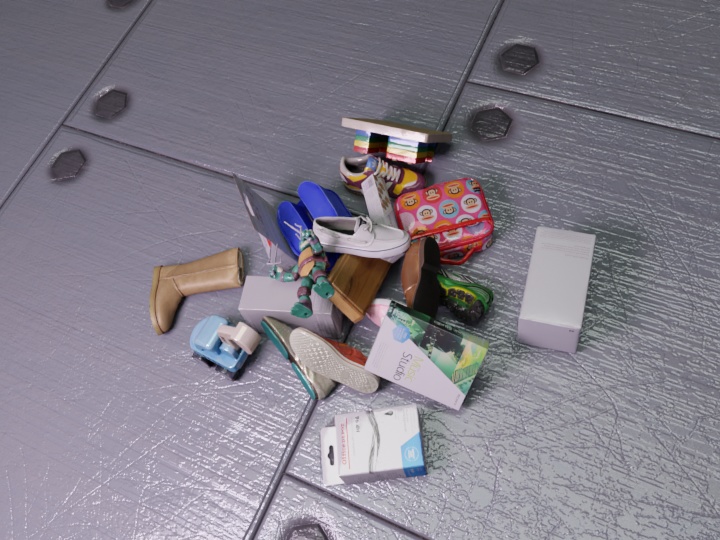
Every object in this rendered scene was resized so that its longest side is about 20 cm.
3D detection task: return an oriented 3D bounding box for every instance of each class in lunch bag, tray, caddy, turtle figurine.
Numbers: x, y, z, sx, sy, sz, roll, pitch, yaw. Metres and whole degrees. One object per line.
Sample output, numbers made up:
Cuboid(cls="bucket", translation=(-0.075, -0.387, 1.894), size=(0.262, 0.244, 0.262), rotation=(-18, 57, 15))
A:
Cuboid(cls="lunch bag", translation=(0.178, -0.092, 1.512), size=(0.197, 0.082, 0.179), rotation=(-15, 64, 0))
Cuboid(cls="tray", translation=(0.000, 0.000, 1.450), size=(0.098, 0.037, 0.201), rotation=(42, 47, -14))
Cuboid(cls="caddy", translation=(-0.090, -0.095, 1.552), size=(0.141, 0.105, 0.201), rotation=(-41, 61, 15))
Cuboid(cls="turtle figurine", translation=(-0.106, -0.013, 1.373), size=(0.099, 0.151, 0.202), rotation=(11, 39, -27))

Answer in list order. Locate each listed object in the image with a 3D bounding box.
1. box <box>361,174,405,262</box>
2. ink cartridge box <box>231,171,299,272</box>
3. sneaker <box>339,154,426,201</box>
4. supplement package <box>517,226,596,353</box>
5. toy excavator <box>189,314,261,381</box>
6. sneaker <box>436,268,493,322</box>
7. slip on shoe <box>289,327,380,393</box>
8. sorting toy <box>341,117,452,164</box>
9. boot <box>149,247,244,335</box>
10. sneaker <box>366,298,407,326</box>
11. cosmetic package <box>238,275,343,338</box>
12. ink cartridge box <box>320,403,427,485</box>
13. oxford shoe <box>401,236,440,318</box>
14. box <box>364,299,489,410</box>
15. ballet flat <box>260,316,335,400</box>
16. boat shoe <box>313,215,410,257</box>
Cuboid(cls="box", translation=(0.046, -0.112, 1.511), size=(0.041, 0.038, 0.202), rotation=(-38, 51, 33))
Cuboid(cls="ink cartridge box", translation=(-0.212, -0.096, 1.517), size=(0.050, 0.200, 0.162), rotation=(-33, 59, 12))
Cuboid(cls="sneaker", translation=(0.048, -0.211, 1.592), size=(0.196, 0.090, 0.076), rotation=(4, 62, 14))
Cuboid(cls="supplement package", translation=(0.378, 0.037, 1.379), size=(0.115, 0.117, 0.203), rotation=(10, 63, 16))
Cuboid(cls="toy excavator", translation=(-0.264, 0.137, 1.401), size=(0.192, 0.201, 0.101), rotation=(23, 68, 22))
Cuboid(cls="sneaker", translation=(0.179, 0.038, 1.454), size=(0.199, 0.079, 0.085), rotation=(30, 34, 31))
Cuboid(cls="slip on shoe", translation=(-0.048, 0.167, 1.387), size=(0.198, 0.074, 0.062), rotation=(29, 33, -9))
Cuboid(cls="sorting toy", translation=(0.081, -0.285, 1.584), size=(0.197, 0.198, 0.071), rotation=(15, 105, 20))
Cuboid(cls="boot", translation=(-0.353, 0.041, 1.550), size=(0.196, 0.066, 0.178), rotation=(-10, 61, 4))
Cuboid(cls="sneaker", translation=(0.083, 0.133, 1.407), size=(0.198, 0.076, 0.105), rotation=(22, 63, 17))
Cuboid(cls="cosmetic package", translation=(-0.139, 0.074, 1.465), size=(0.196, 0.107, 0.091), rotation=(-1, 58, 12))
Cuboid(cls="ink cartridge box", translation=(0.017, 0.324, 1.322), size=(0.196, 0.067, 0.118), rotation=(-9, 61, 6))
Cuboid(cls="oxford shoe", translation=(0.110, 0.037, 1.396), size=(0.071, 0.071, 0.203), rotation=(-14, 58, 42))
Cuboid(cls="box", translation=(0.121, 0.159, 1.328), size=(0.197, 0.146, 0.036), rotation=(22, 25, 3))
Cuboid(cls="ballet flat", translation=(-0.121, 0.165, 1.424), size=(0.062, 0.067, 0.201), rotation=(-33, 84, -20))
Cuboid(cls="boat shoe", translation=(0.002, -0.076, 1.417), size=(0.196, 0.066, 0.073), rotation=(7, 45, 10))
